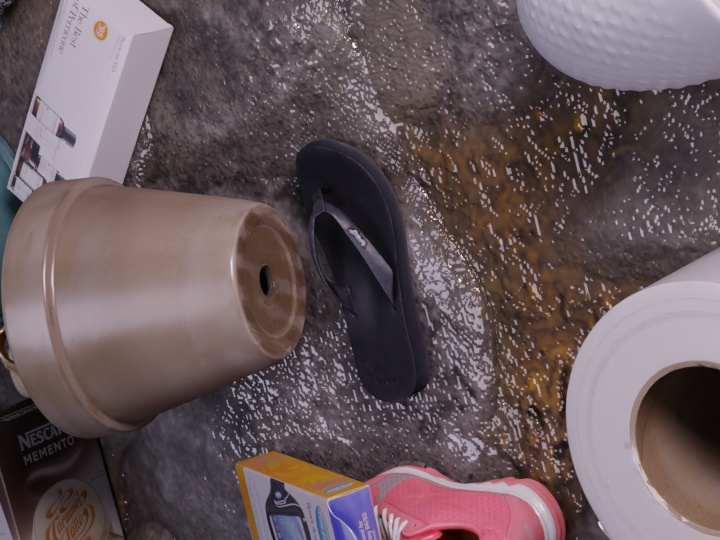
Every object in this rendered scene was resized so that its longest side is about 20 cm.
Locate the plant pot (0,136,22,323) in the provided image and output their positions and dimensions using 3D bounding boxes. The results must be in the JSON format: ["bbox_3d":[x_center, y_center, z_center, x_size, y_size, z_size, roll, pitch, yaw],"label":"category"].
[{"bbox_3d":[-0.409,-0.024,1.553,0.200,0.196,0.201,13,112,35],"label":"plant pot"}]

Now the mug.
[{"bbox_3d":[0.178,-0.202,1.063,0.175,0.147,0.201,-17,63,58],"label":"mug"}]

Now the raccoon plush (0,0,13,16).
[{"bbox_3d":[-0.361,-0.254,1.454,0.134,0.200,0.097,37,98,25],"label":"raccoon plush"}]

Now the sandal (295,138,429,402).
[{"bbox_3d":[0.001,0.000,1.329,0.076,0.043,0.201,-16,95,41],"label":"sandal"}]

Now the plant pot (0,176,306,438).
[{"bbox_3d":[-0.142,0.018,1.373,0.173,0.200,0.201,-9,99,24],"label":"plant pot"}]

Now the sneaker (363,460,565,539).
[{"bbox_3d":[0.047,0.185,1.326,0.199,0.087,0.074,-6,101,41],"label":"sneaker"}]

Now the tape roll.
[{"bbox_3d":[0.242,0.086,1.100,0.202,0.139,0.204,13,112,35],"label":"tape roll"}]

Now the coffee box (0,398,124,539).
[{"bbox_3d":[-0.277,0.219,1.582,0.079,0.114,0.201,-8,101,40],"label":"coffee box"}]

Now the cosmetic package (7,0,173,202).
[{"bbox_3d":[-0.218,-0.127,1.458,0.082,0.051,0.201,38,125,22],"label":"cosmetic package"}]

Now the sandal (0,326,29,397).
[{"bbox_3d":[-0.274,0.051,1.539,0.212,0.069,0.078,-37,73,45],"label":"sandal"}]

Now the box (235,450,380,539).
[{"bbox_3d":[-0.029,0.210,1.378,0.200,0.041,0.120,6,111,62],"label":"box"}]
